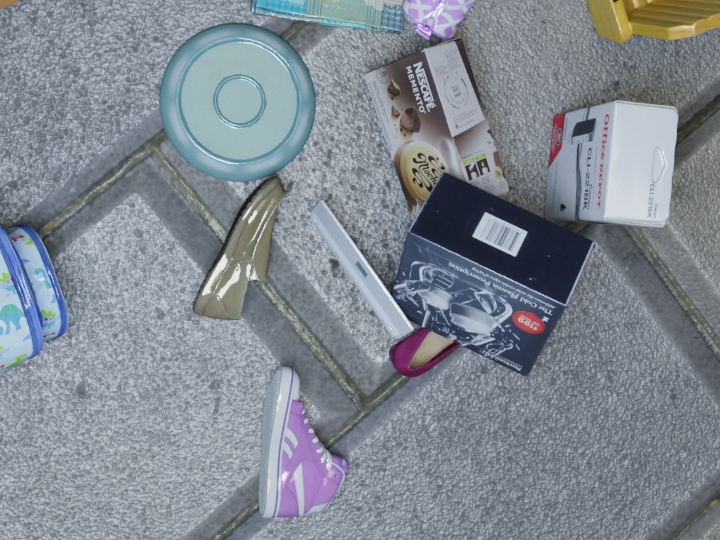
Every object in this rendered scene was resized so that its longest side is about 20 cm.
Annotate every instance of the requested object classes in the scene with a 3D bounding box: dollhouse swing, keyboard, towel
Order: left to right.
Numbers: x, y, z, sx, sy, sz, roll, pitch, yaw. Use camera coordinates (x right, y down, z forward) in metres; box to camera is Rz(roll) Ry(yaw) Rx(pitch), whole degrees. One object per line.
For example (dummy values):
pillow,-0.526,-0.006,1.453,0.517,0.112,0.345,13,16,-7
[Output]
towel,-0.034,-0.387,1.239,0.199,0.022,0.147,6,93,-11
keyboard,0.000,0.000,1.235,0.011,0.056,0.200,-34,87,-30
dollhouse swing,0.413,-0.396,1.246,0.199,0.176,0.183,-21,98,-8

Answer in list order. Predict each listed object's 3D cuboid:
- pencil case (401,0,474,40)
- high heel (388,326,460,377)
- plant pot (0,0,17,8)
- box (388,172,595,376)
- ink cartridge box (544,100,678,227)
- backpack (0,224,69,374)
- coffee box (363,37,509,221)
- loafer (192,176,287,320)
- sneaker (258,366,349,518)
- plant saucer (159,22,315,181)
pencil case,0.124,-0.382,1.197,0.084,0.086,0.200,31,120,1
high heel,0.129,0.075,1.263,0.200,0.096,0.068,-37,100,-6
plant pot,-0.455,-0.403,1.090,0.199,0.140,0.201,-1,95,-10
box,0.153,0.009,1.177,0.199,0.182,0.104,26,59,10
ink cartridge box,0.313,-0.131,1.231,0.083,0.200,0.145,4,93,-11
backpack,-0.423,0.029,1.103,0.147,0.200,0.184,-22,97,-28
coffee box,0.096,-0.176,1.221,0.080,0.113,0.201,-25,100,-41
loafer,-0.141,-0.024,1.221,0.067,0.076,0.201,29,98,-12
sneaker,-0.070,0.220,1.254,0.114,0.073,0.202,2,104,-15
plant saucer,-0.153,-0.213,1.226,0.199,0.027,0.201,-1,94,-11
